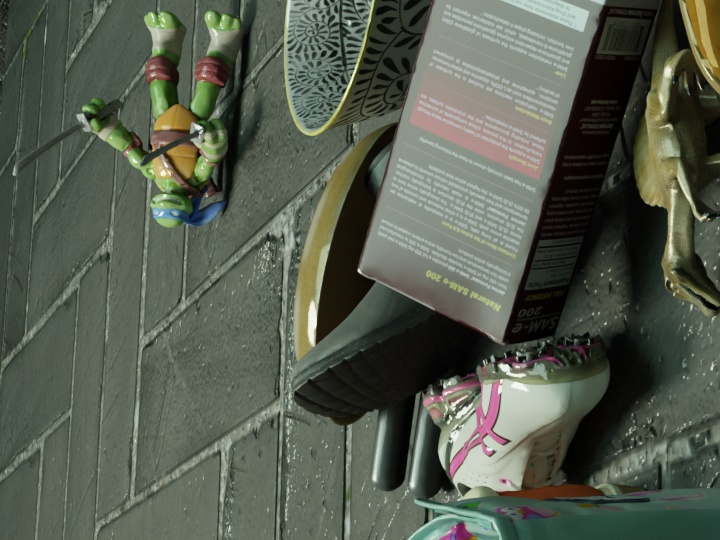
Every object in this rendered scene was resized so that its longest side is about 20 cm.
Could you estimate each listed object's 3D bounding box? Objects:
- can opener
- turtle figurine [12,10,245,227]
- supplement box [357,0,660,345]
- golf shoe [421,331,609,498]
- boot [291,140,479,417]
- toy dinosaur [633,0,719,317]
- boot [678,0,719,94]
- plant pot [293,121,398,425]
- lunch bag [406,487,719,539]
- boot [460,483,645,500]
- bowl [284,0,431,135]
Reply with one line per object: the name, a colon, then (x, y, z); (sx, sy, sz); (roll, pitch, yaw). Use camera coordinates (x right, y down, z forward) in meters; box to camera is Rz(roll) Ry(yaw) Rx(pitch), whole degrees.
can opener: (0.047, 0.048, 1.402); (0.066, 0.052, 0.202); (12, -93, -75)
turtle figurine: (-0.183, -0.151, 1.952); (0.143, 0.199, 0.196); (-15, 60, 53)
supplement box: (0.079, -0.073, 1.161); (0.108, 0.061, 0.202); (27, 109, 32)
golf shoe: (0.098, 0.089, 1.205); (0.200, 0.072, 0.093); (138, 117, -71)
boot: (0.029, -0.009, 1.288); (0.199, 0.070, 0.132); (-33, 53, 8)
toy dinosaur: (0.162, -0.081, 1.082); (0.101, 0.058, 0.202); (131, 142, -60)
boot: (0.205, -0.189, 0.970); (0.144, 0.070, 0.203); (137, 142, -66)
plant pot: (0.000, 0.000, 1.387); (0.200, 0.027, 0.202); (12, -90, -71)
lunch bag: (0.098, 0.167, 1.004); (0.201, 0.169, 0.123); (117, 145, -44)
boot: (0.073, 0.172, 1.178); (0.200, 0.106, 0.076); (119, 150, -51)
bowl: (0.021, -0.188, 1.472); (0.201, 0.093, 0.203); (-174, 90, -71)
